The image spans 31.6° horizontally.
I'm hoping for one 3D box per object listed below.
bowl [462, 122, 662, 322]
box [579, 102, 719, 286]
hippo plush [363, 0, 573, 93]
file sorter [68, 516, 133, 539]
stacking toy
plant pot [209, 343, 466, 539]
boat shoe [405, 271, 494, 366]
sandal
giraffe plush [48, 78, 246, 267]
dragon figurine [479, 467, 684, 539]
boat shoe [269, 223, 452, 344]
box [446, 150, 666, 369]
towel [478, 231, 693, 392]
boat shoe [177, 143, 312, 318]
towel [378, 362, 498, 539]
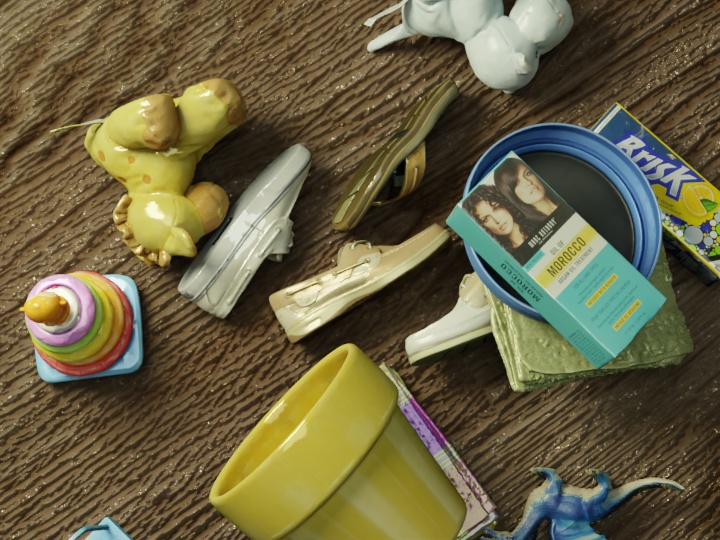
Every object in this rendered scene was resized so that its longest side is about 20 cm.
[{"bbox_3d":[0.193,-0.044,1.240,0.199,0.039,0.202,3,72,-9],"label":"bowl"},{"bbox_3d":[0.311,-0.078,1.313,0.200,0.064,0.070,43,84,7],"label":"box"},{"bbox_3d":[0.129,-0.267,1.304,0.200,0.159,0.161,-44,81,-5],"label":"hippo plush"},{"bbox_3d":[-0.234,0.361,1.234,0.200,0.123,0.139,42,85,7],"label":"file sorter"},{"bbox_3d":[-0.290,0.044,1.248,0.115,0.200,0.111,-7,81,2],"label":"stacking toy"},{"bbox_3d":[-0.010,0.204,1.204,0.189,0.201,0.201,44,85,-7],"label":"plant pot"},{"bbox_3d":[0.129,0.034,1.302,0.199,0.075,0.069,-24,79,-12],"label":"boat shoe"},{"bbox_3d":[0.046,-0.113,1.332,0.054,0.080,0.200,42,80,-14],"label":"sandal"},{"bbox_3d":[-0.197,-0.091,1.299,0.199,0.173,0.163,-17,95,-2],"label":"giraffe plush"},{"bbox_3d":[0.217,0.248,1.266,0.198,0.059,0.100,1,81,3],"label":"dragon figurine"},{"bbox_3d":[0.000,0.000,1.309,0.199,0.071,0.065,-31,82,-2],"label":"boat shoe"},{"bbox_3d":[0.181,-0.010,1.180,0.200,0.049,0.082,44,71,6],"label":"box"},{"bbox_3d":[0.222,0.036,1.259,0.199,0.037,0.149,-9,75,-12],"label":"towel"},{"bbox_3d":[-0.105,-0.038,1.329,0.070,0.071,0.200,39,79,-20],"label":"boat shoe"},{"bbox_3d":[0.030,0.214,1.298,0.143,0.023,0.200,-36,80,-3],"label":"towel"}]
